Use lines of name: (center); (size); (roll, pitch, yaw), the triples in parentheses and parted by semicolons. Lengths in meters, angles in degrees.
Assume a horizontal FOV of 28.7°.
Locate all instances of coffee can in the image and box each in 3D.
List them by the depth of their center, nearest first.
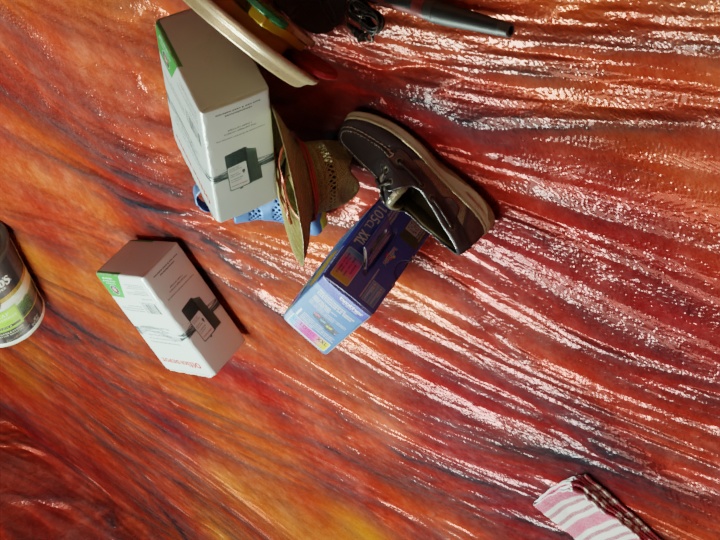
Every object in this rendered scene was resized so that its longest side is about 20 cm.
coffee can: (-0.677, 0.022, 2.567); (0.146, 0.147, 0.201); (26, 150, 30)

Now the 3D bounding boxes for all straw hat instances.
straw hat: (-0.047, -0.105, 1.568); (0.201, 0.084, 0.203); (168, 90, -82)

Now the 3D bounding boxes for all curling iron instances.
curling iron: (0.062, -0.232, 1.305); (0.199, 0.025, 0.050); (13, 105, 39)

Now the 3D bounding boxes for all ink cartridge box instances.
ink cartridge box: (-0.159, -0.175, 1.578); (0.201, 0.082, 0.147); (91, 154, -57)
ink cartridge box: (0.000, 0.000, 1.614); (0.076, 0.137, 0.200); (39, 154, -6)
ink cartridge box: (-0.287, 0.057, 2.134); (0.146, 0.083, 0.201); (5, 134, 51)

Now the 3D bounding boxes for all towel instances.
towel: (0.322, 0.346, 1.803); (0.200, 0.030, 0.146); (41, 154, 3)

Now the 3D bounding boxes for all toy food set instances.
toy food set: (-0.109, -0.248, 1.376); (0.198, 0.049, 0.200); (44, -171, 24)

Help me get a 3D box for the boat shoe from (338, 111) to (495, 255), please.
boat shoe: (0.050, -0.092, 1.489); (0.199, 0.065, 0.072); (39, 155, 10)

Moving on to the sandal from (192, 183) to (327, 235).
sandal: (-0.128, -0.085, 1.723); (0.199, 0.087, 0.080); (24, 147, 29)

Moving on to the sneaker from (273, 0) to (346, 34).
sneaker: (-0.096, -0.319, 1.378); (0.201, 0.076, 0.115); (48, 173, -23)
